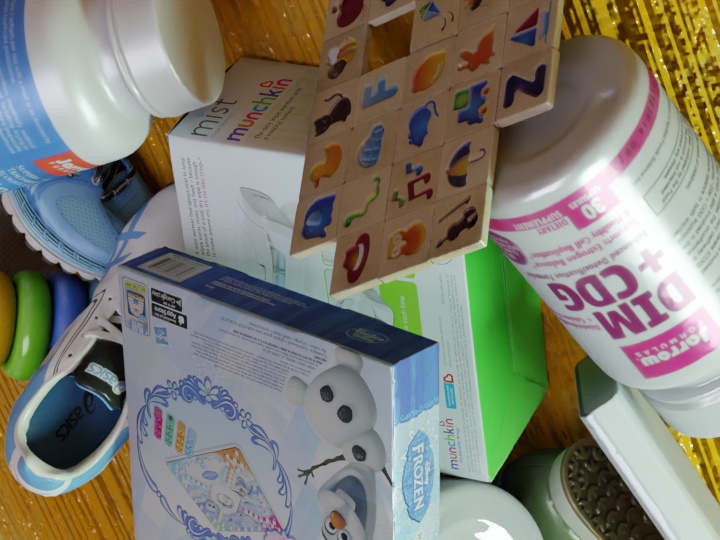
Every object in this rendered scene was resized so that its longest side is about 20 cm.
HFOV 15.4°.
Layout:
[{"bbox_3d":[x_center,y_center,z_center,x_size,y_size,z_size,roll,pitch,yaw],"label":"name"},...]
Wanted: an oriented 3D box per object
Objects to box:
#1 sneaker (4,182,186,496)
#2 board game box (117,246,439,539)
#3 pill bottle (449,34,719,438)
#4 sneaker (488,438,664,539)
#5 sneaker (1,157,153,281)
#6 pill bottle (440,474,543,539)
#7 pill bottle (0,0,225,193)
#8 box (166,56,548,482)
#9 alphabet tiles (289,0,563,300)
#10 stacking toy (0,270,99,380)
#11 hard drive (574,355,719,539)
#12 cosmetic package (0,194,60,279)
[{"bbox_3d":[-0.131,0.040,1.504,0.072,0.201,0.072,32,175,-14],"label":"sneaker"},{"bbox_3d":[-0.044,0.107,1.432,0.199,0.043,0.200,19,120,38],"label":"board game box"},{"bbox_3d":[0.142,-0.013,1.348,0.113,0.114,0.200,-15,131,37],"label":"pill bottle"},{"bbox_3d":[0.143,0.185,1.554,0.090,0.067,0.201,-13,116,46],"label":"sneaker"},{"bbox_3d":[-0.172,-0.076,1.534,0.200,0.078,0.090,46,127,-10],"label":"sneaker"},{"bbox_3d":[0.012,0.169,1.549,0.112,0.112,0.200,58,156,-18],"label":"pill bottle"},{"bbox_3d":[-0.179,-0.103,1.437,0.199,0.112,0.113,-14,115,22],"label":"pill bottle"},{"bbox_3d":[0.000,0.000,1.474,0.175,0.097,0.201,9,127,25],"label":"box"},{"bbox_3d":[0.034,-0.085,1.337,0.167,0.201,0.008,-20,140,39],"label":"alphabet tiles"},{"bbox_3d":[-0.201,0.032,1.559,0.199,0.086,0.086,6,135,-19],"label":"stacking toy"},{"bbox_3d":[0.182,0.139,1.439,0.027,0.132,0.201,-33,97,8],"label":"hard drive"},{"bbox_3d":[-0.272,-0.041,1.615,0.112,0.081,0.201,-4,119,32],"label":"cosmetic package"}]
